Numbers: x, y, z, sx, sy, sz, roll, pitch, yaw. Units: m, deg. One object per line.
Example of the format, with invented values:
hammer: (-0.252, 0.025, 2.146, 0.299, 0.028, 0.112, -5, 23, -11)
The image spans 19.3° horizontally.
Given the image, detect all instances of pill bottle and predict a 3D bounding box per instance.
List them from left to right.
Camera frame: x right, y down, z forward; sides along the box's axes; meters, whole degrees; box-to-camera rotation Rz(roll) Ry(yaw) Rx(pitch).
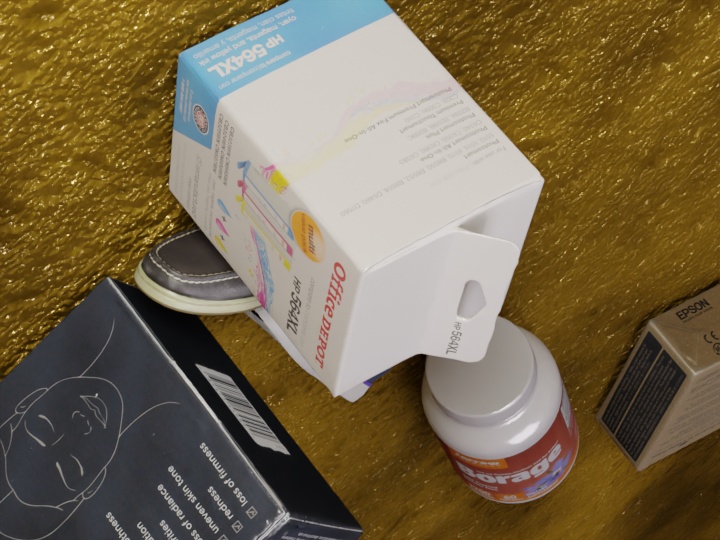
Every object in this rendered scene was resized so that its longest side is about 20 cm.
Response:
pill bottle: (0.110, 0.109, 1.701, 0.112, 0.112, 0.200, -38, 155, -4)

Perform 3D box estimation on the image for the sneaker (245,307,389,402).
sneaker: (0.000, 0.000, 1.420, 0.146, 0.081, 0.200, -48, 152, -1)

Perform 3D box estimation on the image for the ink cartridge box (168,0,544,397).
ink cartridge box: (0.000, -0.040, 1.190, 0.125, 0.200, 0.129, -27, 152, -25)

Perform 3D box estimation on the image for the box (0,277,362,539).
box: (-0.144, 0.148, 1.308, 0.197, 0.200, 0.124, -43, 156, 9)

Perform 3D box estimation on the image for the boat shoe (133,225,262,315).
boat shoe: (-0.054, -0.025, 1.310, 0.200, 0.073, 0.065, -18, 137, -45)

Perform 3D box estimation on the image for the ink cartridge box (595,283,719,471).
ink cartridge box: (0.338, 0.085, 2.022, 0.200, 0.075, 0.165, -24, 152, -32)
